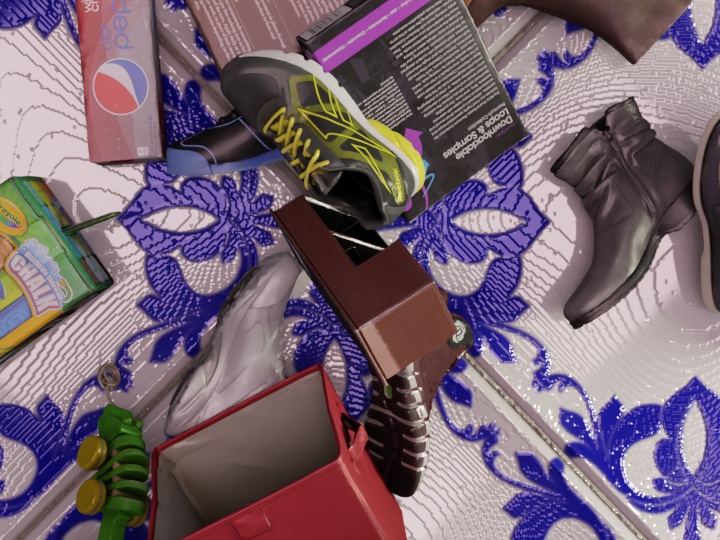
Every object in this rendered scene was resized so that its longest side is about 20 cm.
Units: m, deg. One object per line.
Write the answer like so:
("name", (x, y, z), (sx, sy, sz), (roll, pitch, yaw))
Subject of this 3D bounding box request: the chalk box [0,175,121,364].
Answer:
("chalk box", (-0.304, -0.004, 1.085), (0.199, 0.125, 0.124), (-36, 95, -2))

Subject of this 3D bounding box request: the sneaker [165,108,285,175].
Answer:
("sneaker", (-0.084, -0.138, 1.115), (0.198, 0.070, 0.079), (-13, 104, -11))

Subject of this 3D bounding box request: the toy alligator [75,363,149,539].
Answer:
("toy alligator", (-0.210, 0.156, 1.078), (0.054, 0.201, 0.059), (-33, 137, 30))

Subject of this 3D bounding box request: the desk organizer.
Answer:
("desk organizer", (0.000, 0.000, 1.064), (0.077, 0.200, 0.072), (-32, 131, -5))

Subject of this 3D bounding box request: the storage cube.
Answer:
("storage cube", (-0.062, 0.223, 1.057), (0.199, 0.171, 0.181), (-26, 113, 3))

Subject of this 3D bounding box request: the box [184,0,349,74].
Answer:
("box", (-0.052, -0.248, 1.112), (0.199, 0.075, 0.101), (-26, 94, 0))

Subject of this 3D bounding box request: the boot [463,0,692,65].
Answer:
("boot", (0.196, -0.249, 1.125), (0.200, 0.072, 0.166), (-45, 92, -4))

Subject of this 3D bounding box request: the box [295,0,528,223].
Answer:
("box", (0.050, -0.162, 1.096), (0.143, 0.036, 0.201), (-35, 118, -7))

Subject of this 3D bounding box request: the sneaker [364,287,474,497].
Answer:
("sneaker", (0.065, 0.108, 1.140), (0.115, 0.075, 0.202), (-24, 125, -38))

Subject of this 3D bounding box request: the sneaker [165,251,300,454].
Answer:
("sneaker", (-0.097, 0.080, 1.132), (0.099, 0.078, 0.201), (28, 100, -11))

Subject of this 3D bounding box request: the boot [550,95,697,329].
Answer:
("boot", (0.223, -0.054, 1.145), (0.132, 0.070, 0.200), (42, 78, -4))

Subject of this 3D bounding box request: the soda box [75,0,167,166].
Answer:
("soda box", (-0.217, -0.198, 1.109), (0.069, 0.063, 0.202), (-4, 92, -4))

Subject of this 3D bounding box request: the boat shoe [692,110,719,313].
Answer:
("boat shoe", (0.348, -0.048, 1.115), (0.072, 0.062, 0.202), (-30, 122, -35))

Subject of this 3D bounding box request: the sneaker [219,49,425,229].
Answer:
("sneaker", (-0.034, -0.111, 1.033), (0.199, 0.085, 0.075), (31, 133, -8))
